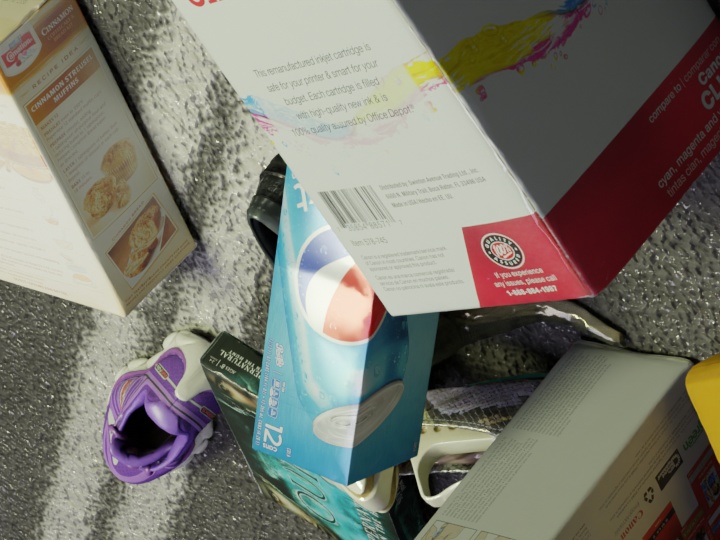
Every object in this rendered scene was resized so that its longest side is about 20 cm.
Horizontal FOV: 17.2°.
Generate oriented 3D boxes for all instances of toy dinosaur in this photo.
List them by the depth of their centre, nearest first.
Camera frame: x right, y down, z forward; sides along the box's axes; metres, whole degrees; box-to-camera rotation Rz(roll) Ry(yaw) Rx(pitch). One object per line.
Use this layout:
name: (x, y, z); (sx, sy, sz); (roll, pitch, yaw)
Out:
toy dinosaur: (0.033, 0.019, 1.255); (0.199, 0.048, 0.088); (-12, 122, 22)

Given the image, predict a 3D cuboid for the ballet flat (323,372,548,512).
ballet flat: (0.026, 0.099, 1.316); (0.199, 0.072, 0.072); (-7, 128, 27)

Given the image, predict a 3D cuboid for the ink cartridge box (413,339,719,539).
ink cartridge box: (0.117, 0.170, 1.230); (0.084, 0.200, 0.176); (9, 136, 44)

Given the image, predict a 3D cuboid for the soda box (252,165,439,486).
soda box: (0.000, 0.000, 1.189); (0.064, 0.068, 0.201); (18, 110, 31)

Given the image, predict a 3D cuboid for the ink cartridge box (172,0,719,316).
ink cartridge box: (0.041, -0.104, 1.020); (0.145, 0.145, 0.200); (-5, 126, 54)

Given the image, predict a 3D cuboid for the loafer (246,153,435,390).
loafer: (-0.014, 0.020, 1.331); (0.068, 0.070, 0.201); (16, 142, 40)

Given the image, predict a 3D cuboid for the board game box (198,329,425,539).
board game box: (-0.023, 0.123, 1.487); (0.135, 0.028, 0.200); (30, 160, 24)

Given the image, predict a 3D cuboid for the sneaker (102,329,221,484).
sneaker: (-0.145, 0.103, 1.595); (0.081, 0.083, 0.200); (42, 152, 2)

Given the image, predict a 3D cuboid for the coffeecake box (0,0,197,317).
coffeecake box: (-0.208, -0.082, 1.438); (0.153, 0.073, 0.201); (15, 141, 41)

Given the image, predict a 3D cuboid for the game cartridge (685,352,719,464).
game cartridge: (0.243, 0.112, 1.097); (0.177, 0.032, 0.200); (65, 157, -2)
